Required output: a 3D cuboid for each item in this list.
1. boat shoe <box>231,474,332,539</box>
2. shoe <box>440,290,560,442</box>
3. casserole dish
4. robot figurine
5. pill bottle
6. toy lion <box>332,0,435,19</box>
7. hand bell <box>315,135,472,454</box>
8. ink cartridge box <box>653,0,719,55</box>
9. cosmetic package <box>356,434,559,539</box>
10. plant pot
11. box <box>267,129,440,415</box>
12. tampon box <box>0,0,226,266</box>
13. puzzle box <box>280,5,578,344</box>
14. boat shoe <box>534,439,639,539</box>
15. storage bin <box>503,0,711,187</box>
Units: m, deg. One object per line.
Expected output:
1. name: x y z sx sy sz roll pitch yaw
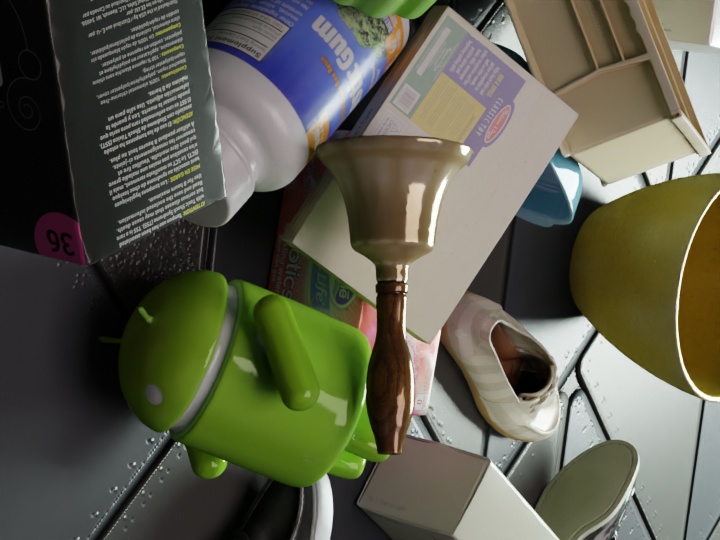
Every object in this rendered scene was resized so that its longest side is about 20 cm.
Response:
1. boat shoe: -0.078 0.229 1.494 0.057 0.068 0.201 25 82 -51
2. shoe: 0.128 0.089 1.722 0.070 0.053 0.200 -61 139 -20
3. casserole dish: 0.110 -0.113 1.586 0.039 0.121 0.200 -49 134 -19
4. robot figurine: -0.072 0.072 1.372 0.199 0.175 0.116 23 62 -18
5. pill bottle: -0.063 -0.124 1.378 0.200 0.112 0.112 -52 135 -30
6. toy lion: -0.024 -0.243 1.350 0.200 0.069 0.192 -35 87 -40
7. hand bell: 0.022 0.019 1.339 0.104 0.104 0.201 9 79 -52
8. ink cartridge box: 0.293 -0.292 1.767 0.128 0.125 0.201 4 97 -52
9. cosmetic package: 0.093 0.218 1.676 0.200 0.103 0.073 48 63 -45
10. plant pot: 0.270 0.004 1.806 0.200 0.142 0.201 -17 112 -48
11. box: 0.000 0.000 1.504 0.102 0.094 0.201 6 95 -50
12. tampon box: -0.182 -0.125 1.197 0.126 0.149 0.201 -29 121 -44
13. puzzle box: 0.051 -0.066 1.435 0.133 0.025 0.200 37 82 -23
14. boat shoe: 0.192 0.243 1.830 0.200 0.074 0.066 -57 140 -23
15. storage bin: 0.182 -0.178 1.580 0.200 0.093 0.199 15 55 -74
